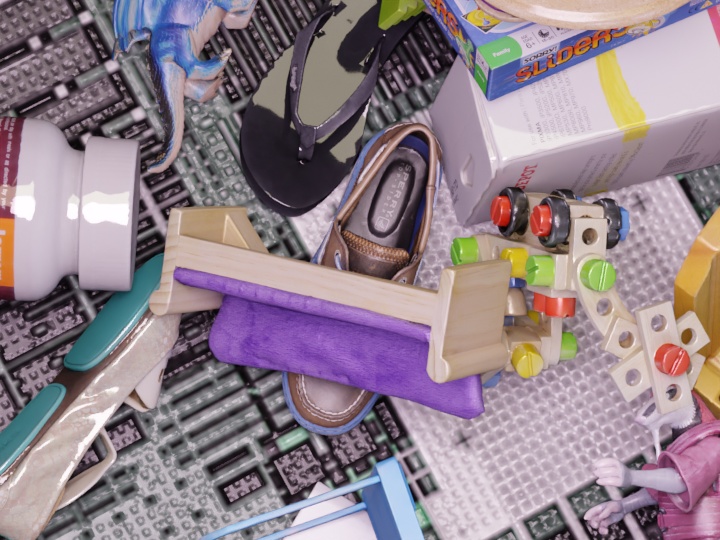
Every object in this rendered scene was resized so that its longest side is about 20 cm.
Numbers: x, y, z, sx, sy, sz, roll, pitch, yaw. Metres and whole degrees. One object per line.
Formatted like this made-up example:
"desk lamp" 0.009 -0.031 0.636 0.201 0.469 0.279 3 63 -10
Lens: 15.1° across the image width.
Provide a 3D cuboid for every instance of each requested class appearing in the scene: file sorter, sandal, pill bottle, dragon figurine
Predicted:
"file sorter" -0.006 0.228 1.545 0.122 0.139 0.201 -19 80 -6
"sandal" -0.016 -0.129 1.699 0.076 0.043 0.201 27 75 0
"pill bottle" -0.233 -0.038 1.615 0.199 0.110 0.110 4 77 -2
"dragon figurine" -0.124 -0.155 1.685 0.099 0.059 0.201 23 75 -1

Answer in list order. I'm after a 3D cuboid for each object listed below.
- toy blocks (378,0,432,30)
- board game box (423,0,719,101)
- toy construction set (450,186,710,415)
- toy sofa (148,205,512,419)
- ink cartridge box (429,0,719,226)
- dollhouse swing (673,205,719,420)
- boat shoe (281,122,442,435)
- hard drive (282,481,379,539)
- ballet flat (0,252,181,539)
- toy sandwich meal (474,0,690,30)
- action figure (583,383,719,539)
"toy blocks" 0.094 -0.220 1.710 0.136 0.100 0.201 23 59 -23
"board game box" 0.130 -0.193 1.602 0.199 0.035 0.136 -24 62 -16
"toy construction set" 0.117 0.019 1.595 0.092 0.200 0.132 -1 97 -34
"toy sofa" -0.018 0.026 1.577 0.199 0.083 0.098 13 98 26
"ink cartridge box" 0.153 -0.104 1.660 0.199 0.145 0.084 -15 78 -10
"dollhouse swing" 0.289 0.010 1.636 0.181 0.176 0.200 39 75 3
"boat shoe" 0.000 0.000 1.656 0.072 0.072 0.201 16 76 -3
"hard drive" 0.024 0.236 1.628 0.199 0.025 0.132 32 76 1
"ballet flat" -0.159 0.079 1.635 0.062 0.067 0.200 45 78 -24
"toy sandwich meal" 0.129 -0.209 1.554 0.204 0.070 0.206 -1 60 1
"action figure" 0.208 0.151 1.606 0.148 0.134 0.201 -3 89 3
